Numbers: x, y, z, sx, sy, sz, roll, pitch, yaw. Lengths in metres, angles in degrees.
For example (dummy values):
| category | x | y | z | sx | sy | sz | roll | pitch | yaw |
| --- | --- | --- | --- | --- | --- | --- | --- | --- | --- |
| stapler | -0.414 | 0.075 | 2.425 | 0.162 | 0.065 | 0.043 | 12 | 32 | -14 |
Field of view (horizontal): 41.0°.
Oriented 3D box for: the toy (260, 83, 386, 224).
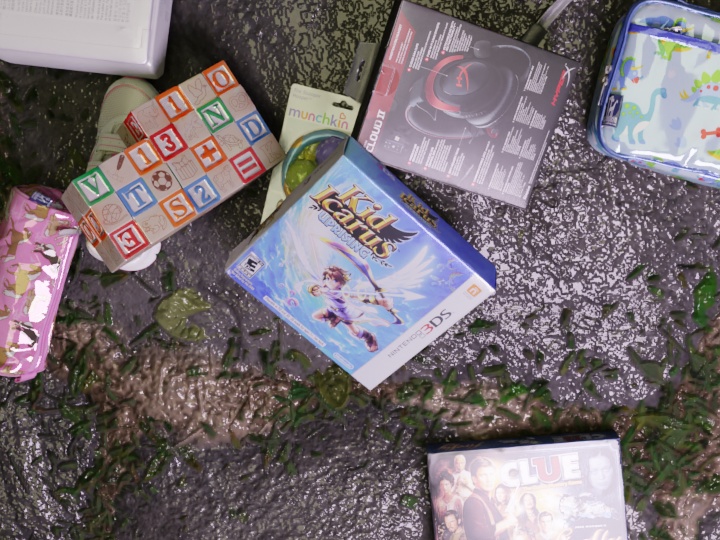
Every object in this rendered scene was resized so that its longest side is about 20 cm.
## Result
| category | x | y | z | sx | sy | sz | roll | pitch | yaw |
| --- | --- | --- | --- | --- | --- | --- | --- | --- | --- |
| toy | -0.039 | -0.079 | 0.981 | 0.114 | 0.047 | 0.202 | 14 | 99 | 2 |

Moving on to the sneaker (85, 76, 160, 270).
| category | x | y | z | sx | sy | sz | roll | pitch | yaw |
| --- | --- | --- | --- | --- | --- | --- | --- | --- | --- |
| sneaker | -0.237 | -0.096 | 0.977 | 0.081 | 0.088 | 0.202 | 3 | 96 | 5 |

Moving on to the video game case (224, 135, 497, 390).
| category | x | y | z | sx | sy | sz | roll | pitch | yaw |
| --- | --- | --- | --- | --- | --- | --- | --- | --- | --- |
| video game case | 0.000 | 0.000 | 0.935 | 0.200 | 0.046 | 0.181 | 40 | 119 | -16 |

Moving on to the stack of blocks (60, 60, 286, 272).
| category | x | y | z | sx | sy | sz | roll | pitch | yaw |
| --- | --- | --- | --- | --- | --- | --- | --- | --- | --- |
| stack of blocks | -0.185 | -0.102 | 0.931 | 0.200 | 0.058 | 0.116 | -37 | 96 | -28 |

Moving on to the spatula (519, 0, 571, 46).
| category | x | y | z | sx | sy | sz | roll | pitch | yaw |
| --- | --- | --- | --- | --- | --- | --- | --- | --- | --- |
| spatula | 0.189 | -0.251 | 0.949 | 0.056 | 0.021 | 0.200 | 35 | 104 | -15 |

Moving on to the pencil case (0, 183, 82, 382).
| category | x | y | z | sx | sy | sz | roll | pitch | yaw |
| --- | --- | --- | --- | --- | --- | --- | --- | --- | --- |
| pencil case | -0.346 | 0.011 | 1.006 | 0.082 | 0.086 | 0.202 | 15 | 100 | -28 |

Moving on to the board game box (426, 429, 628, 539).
| category | x | y | z | sx | sy | sz | roll | pitch | yaw |
| --- | --- | --- | --- | --- | --- | --- | --- | --- | --- |
| board game box | 0.173 | 0.243 | 1.006 | 0.198 | 0.035 | 0.137 | -6 | 96 | 6 |

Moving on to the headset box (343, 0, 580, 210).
| category | x | y | z | sx | sy | sz | roll | pitch | yaw |
| --- | --- | --- | --- | --- | --- | --- | --- | --- | --- |
| headset box | 0.085 | -0.163 | 0.921 | 0.198 | 0.075 | 0.150 | 16 | 104 | -8 |

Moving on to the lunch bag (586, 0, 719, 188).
| category | x | y | z | sx | sy | sz | roll | pitch | yaw |
| --- | --- | --- | --- | --- | --- | --- | --- | --- | --- |
| lunch bag | 0.326 | -0.168 | 0.919 | 0.198 | 0.082 | 0.162 | 16 | 96 | 2 |

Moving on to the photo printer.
| category | x | y | z | sx | sy | sz | roll | pitch | yaw |
| --- | --- | --- | --- | --- | --- | --- | --- | --- | --- |
| photo printer | -0.289 | -0.284 | 0.964 | 0.198 | 0.069 | 0.168 | 6 | 91 | 5 |
